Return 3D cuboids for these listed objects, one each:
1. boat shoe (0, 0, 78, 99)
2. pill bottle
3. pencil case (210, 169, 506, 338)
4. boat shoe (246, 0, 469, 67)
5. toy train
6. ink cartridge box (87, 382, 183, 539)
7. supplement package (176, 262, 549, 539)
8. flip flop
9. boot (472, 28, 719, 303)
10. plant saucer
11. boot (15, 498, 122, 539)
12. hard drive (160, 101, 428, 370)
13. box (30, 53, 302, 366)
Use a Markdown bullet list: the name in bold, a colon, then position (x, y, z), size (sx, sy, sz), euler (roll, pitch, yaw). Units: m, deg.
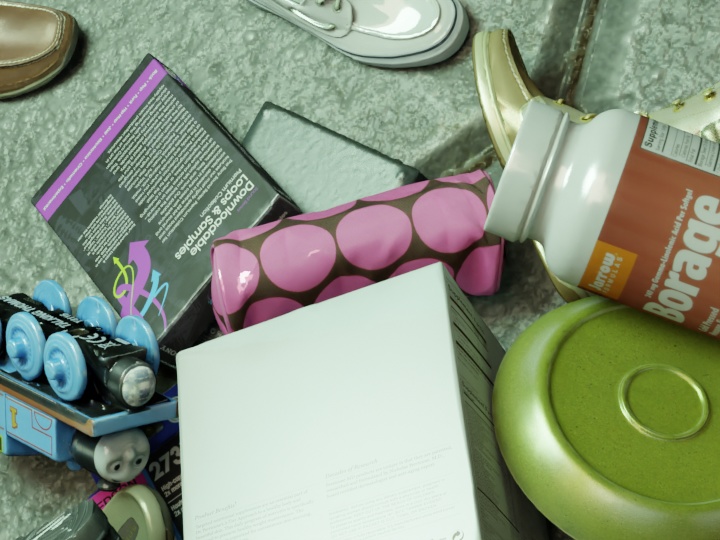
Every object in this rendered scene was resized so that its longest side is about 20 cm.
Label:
- **boat shoe**: position (-0.312, -0.175, 1.608), size (0.199, 0.072, 0.076), euler (-4, 72, 23)
- **pill bottle**: position (0.181, -0.030, 1.265), size (0.199, 0.112, 0.113), euler (20, 81, 4)
- **pencil case**: position (0.000, 0.000, 1.374), size (0.199, 0.094, 0.091), euler (-14, 23, -5)
- **boat shoe**: position (-0.021, -0.196, 1.489), size (0.199, 0.067, 0.074), euler (17, 81, 27)
- **toy train**: position (-0.203, 0.078, 1.429), size (0.200, 0.086, 0.115), euler (19, 115, 47)
- **ink cartridge box**: position (-0.122, 0.177, 1.432), size (0.095, 0.037, 0.200), euler (-37, 60, 10)
- **supplement package**: position (0.004, 0.139, 1.299), size (0.191, 0.147, 0.201), euler (-19, 52, 17)
- **flip flop**: position (-0.190, 0.227, 1.409), size (0.081, 0.057, 0.200), euler (48, 119, 29)
- **boot**: position (0.167, -0.093, 1.369), size (0.154, 0.072, 0.201), euler (-26, 72, 15)
- **plant saucer**: position (0.179, 0.086, 1.263), size (0.199, 0.031, 0.201), euler (6, 51, -7)
- **boot**: position (-0.175, 0.264, 1.360), size (0.165, 0.200, 0.066), euler (-28, 20, 24)
- **hard drive**: position (-0.057, -0.005, 1.462), size (0.139, 0.033, 0.200), euler (26, 85, 29)
- **box**: position (-0.141, -0.045, 1.482), size (0.143, 0.036, 0.200), euler (-50, 47, 8)
